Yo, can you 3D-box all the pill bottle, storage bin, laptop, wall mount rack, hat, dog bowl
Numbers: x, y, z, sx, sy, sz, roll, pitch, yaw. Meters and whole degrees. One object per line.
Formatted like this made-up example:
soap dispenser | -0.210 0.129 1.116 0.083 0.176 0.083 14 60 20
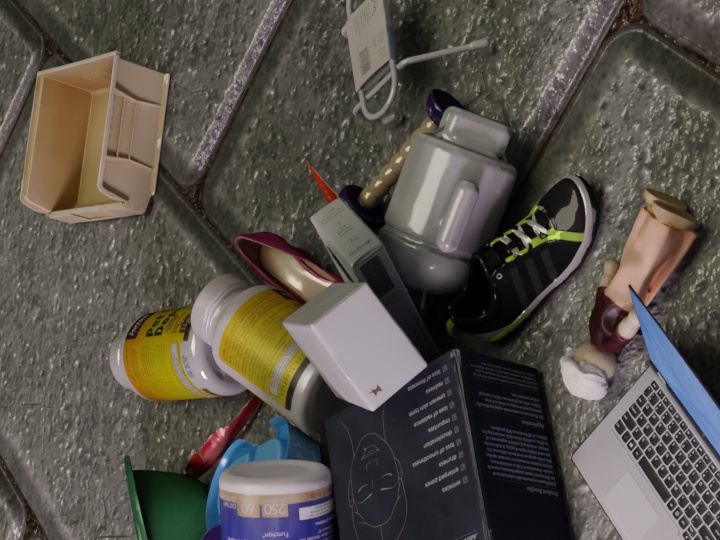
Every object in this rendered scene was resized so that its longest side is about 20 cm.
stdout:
pill bottle | -0.213 0.099 1.968 0.199 0.109 0.110 -9 72 47
storage bin | -0.361 -0.174 2.231 0.199 0.093 0.200 -4 76 48
pill bottle | -0.092 0.084 1.801 0.199 0.111 0.112 32 104 33
laptop | 0.250 0.155 1.415 0.200 0.115 0.188 -53 45 25
wall mount rack | 0.052 -0.256 1.794 0.174 0.074 0.201 -38 48 40
hat | -0.180 0.276 1.950 0.201 0.175 0.166 95 159 -57
pill bottle | -0.081 0.297 1.646 0.115 0.115 0.202 2 96 49
dog bowl | -0.106 0.234 1.818 0.200 0.049 0.112 -36 38 54

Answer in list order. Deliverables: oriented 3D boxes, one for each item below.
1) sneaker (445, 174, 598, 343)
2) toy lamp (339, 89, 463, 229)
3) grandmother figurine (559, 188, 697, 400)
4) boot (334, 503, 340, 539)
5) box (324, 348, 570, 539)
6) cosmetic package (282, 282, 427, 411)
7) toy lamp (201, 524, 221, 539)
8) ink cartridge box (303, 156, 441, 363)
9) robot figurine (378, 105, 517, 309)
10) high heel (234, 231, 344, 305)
sneaker | 0.153 -0.007 1.598 0.201 0.082 0.072 -58 44 20
toy lamp | 0.034 -0.108 1.774 0.200 0.058 0.058 -49 47 27
grandmother figurine | 0.241 0.030 1.506 0.121 0.060 0.201 -70 4 -71
boot | 0.021 0.328 1.681 0.166 0.072 0.201 38 109 36
box | 0.081 0.210 1.587 0.200 0.123 0.198 -32 55 40
cosmetic package | -0.009 0.071 1.610 0.071 0.102 0.200 -37 6 -8
toy lamp | -0.147 0.316 1.797 0.200 0.058 0.059 96 175 -74
ink cartridge box | 0.000 0.000 1.693 0.043 0.200 0.174 -35 45 -7
robot figurine | 0.087 -0.062 1.667 0.170 0.112 0.201 -99 29 -82
high heel | -0.062 0.017 1.828 0.068 0.096 0.200 -59 43 18
